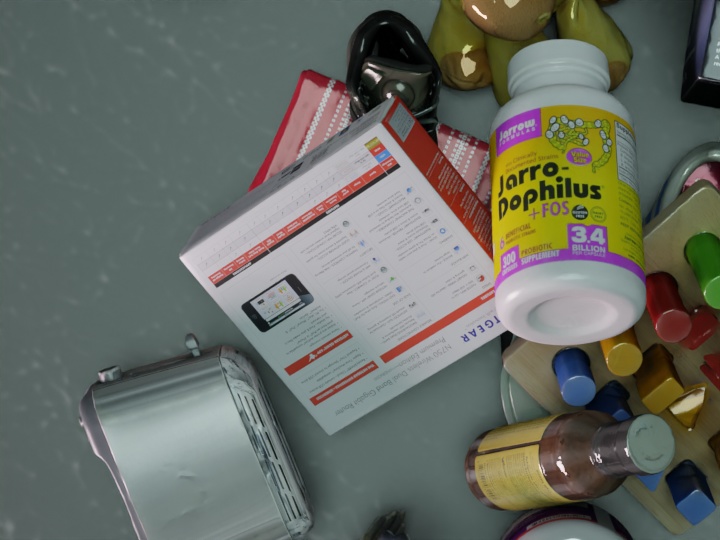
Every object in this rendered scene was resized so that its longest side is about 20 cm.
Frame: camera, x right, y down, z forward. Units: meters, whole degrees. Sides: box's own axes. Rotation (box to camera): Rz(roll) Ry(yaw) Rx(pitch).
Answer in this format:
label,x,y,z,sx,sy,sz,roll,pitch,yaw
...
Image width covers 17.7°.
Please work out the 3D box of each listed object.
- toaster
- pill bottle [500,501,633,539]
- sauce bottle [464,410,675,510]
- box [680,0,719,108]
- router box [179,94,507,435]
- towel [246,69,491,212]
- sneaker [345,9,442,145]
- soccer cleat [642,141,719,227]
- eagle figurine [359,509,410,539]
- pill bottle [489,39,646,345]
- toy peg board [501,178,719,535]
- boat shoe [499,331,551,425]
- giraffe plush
label,x,y,z,sx,sy,sz,roll,pitch,yaw
toaster,-0.116,0.150,1.702,0.129,0.114,0.201,-22,95,1
pill bottle,0.148,0.224,1.642,0.112,0.200,0.113,0,90,4
sauce bottle,0.146,0.132,1.612,0.064,0.200,0.065,4,80,-27
box,0.304,-0.213,1.634,0.123,0.200,0.199,11,90,4
router box,0.000,0.000,1.666,0.200,0.049,0.180,-31,106,28
towel,0.018,-0.051,1.740,0.199,0.022,0.145,23,89,1
sneaker,0.025,-0.091,1.676,0.076,0.114,0.201,-4,90,2
soccer cleat,0.224,-0.005,1.694,0.070,0.086,0.201,25,92,3
eagle figurine,-0.034,0.262,1.657,0.199,0.151,0.152,-20,53,-7
pill bottle,0.142,-0.057,1.607,0.104,0.104,0.201,-3,63,4
toy peg board,0.241,0.081,1.641,0.199,0.098,0.200,-42,107,13
boat shoe,0.136,0.037,1.713,0.075,0.060,0.201,0,104,-2
giraffe plush,0.117,-0.218,1.662,0.172,0.162,0.201,-13,90,4
